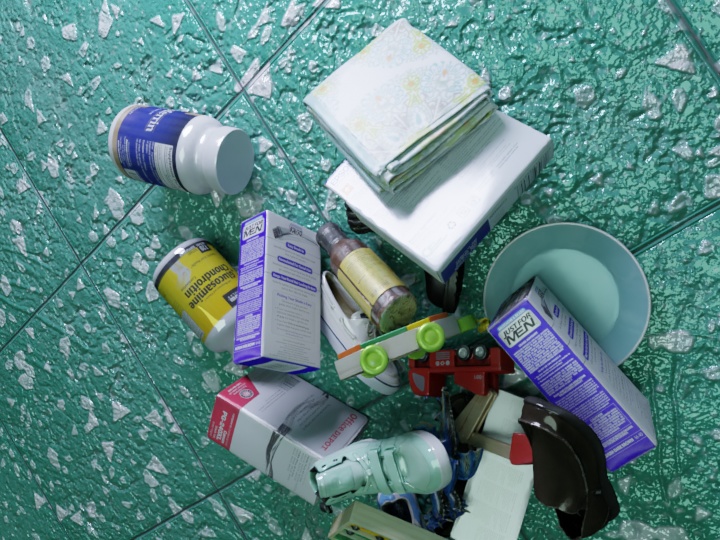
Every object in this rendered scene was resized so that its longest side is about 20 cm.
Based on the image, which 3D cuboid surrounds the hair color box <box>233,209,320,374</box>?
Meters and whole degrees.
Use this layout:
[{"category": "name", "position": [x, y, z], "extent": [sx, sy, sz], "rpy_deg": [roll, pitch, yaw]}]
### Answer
[{"category": "hair color box", "position": [-0.112, 0.033, 0.754], "extent": [0.064, 0.108, 0.204], "rpy_deg": [-16, 64, 36]}]

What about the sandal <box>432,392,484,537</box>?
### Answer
[{"category": "sandal", "position": [0.139, 0.276, 0.777], "extent": [0.078, 0.057, 0.206], "rpy_deg": [6, 88, -15]}]

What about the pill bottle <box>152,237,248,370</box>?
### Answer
[{"category": "pill bottle", "position": [-0.223, 0.054, 0.857], "extent": [0.200, 0.112, 0.112], "rpy_deg": [45, 115, 8]}]

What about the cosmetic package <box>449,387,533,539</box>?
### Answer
[{"category": "cosmetic package", "position": [0.188, 0.265, 0.718], "extent": [0.081, 0.051, 0.204], "rpy_deg": [18, 87, 21]}]

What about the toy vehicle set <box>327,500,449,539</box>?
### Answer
[{"category": "toy vehicle set", "position": [0.062, 0.375, 0.736], "extent": [0.197, 0.027, 0.125], "rpy_deg": [23, 142, -2]}]

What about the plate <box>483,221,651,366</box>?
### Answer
[{"category": "plate", "position": [0.255, 0.039, 0.687], "extent": [0.196, 0.026, 0.205], "rpy_deg": [6, 105, 23]}]

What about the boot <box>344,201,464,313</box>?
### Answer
[{"category": "boot", "position": [0.057, -0.050, 0.720], "extent": [0.155, 0.079, 0.216], "rpy_deg": [-3, 86, 19]}]

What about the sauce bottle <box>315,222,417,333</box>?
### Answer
[{"category": "sauce bottle", "position": [0.000, 0.000, 0.730], "extent": [0.200, 0.064, 0.065], "rpy_deg": [50, 121, 42]}]

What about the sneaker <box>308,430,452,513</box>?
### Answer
[{"category": "sneaker", "position": [0.015, 0.247, 0.647], "extent": [0.199, 0.117, 0.075], "rpy_deg": [-29, 77, 53]}]

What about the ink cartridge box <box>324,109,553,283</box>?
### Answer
[{"category": "ink cartridge box", "position": [0.087, -0.116, 0.644], "extent": [0.197, 0.043, 0.199], "rpy_deg": [-47, 57, -5]}]

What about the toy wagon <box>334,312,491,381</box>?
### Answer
[{"category": "toy wagon", "position": [0.064, 0.089, 0.666], "extent": [0.197, 0.155, 0.040], "rpy_deg": [-21, 79, -6]}]

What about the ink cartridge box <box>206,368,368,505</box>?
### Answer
[{"category": "ink cartridge box", "position": [-0.107, 0.238, 0.827], "extent": [0.197, 0.145, 0.085], "rpy_deg": [26, 110, 17]}]

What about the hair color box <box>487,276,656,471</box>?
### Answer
[{"category": "hair color box", "position": [0.242, 0.111, 0.626], "extent": [0.065, 0.109, 0.201], "rpy_deg": [-42, 83, 26]}]

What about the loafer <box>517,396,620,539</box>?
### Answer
[{"category": "loafer", "position": [0.215, 0.216, 0.569], "extent": [0.073, 0.071, 0.202], "rpy_deg": [9, 137, 58]}]

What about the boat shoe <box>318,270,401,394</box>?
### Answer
[{"category": "boat shoe", "position": [0.002, 0.079, 0.789], "extent": [0.203, 0.074, 0.086], "rpy_deg": [49, 114, 17]}]

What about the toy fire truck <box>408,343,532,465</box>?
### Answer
[{"category": "toy fire truck", "position": [0.149, 0.170, 0.701], "extent": [0.197, 0.048, 0.144], "rpy_deg": [-10, 70, 39]}]

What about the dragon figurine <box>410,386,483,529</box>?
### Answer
[{"category": "dragon figurine", "position": [0.109, 0.230, 0.663], "extent": [0.099, 0.058, 0.203], "rpy_deg": [44, 132, 35]}]

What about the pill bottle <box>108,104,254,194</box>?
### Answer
[{"category": "pill bottle", "position": [-0.268, -0.179, 0.823], "extent": [0.196, 0.115, 0.118], "rpy_deg": [14, 107, 20]}]

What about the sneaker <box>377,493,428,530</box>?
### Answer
[{"category": "sneaker", "position": [0.078, 0.415, 0.826], "extent": [0.071, 0.072, 0.203], "rpy_deg": [-25, 92, 25]}]

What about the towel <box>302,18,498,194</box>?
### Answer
[{"category": "towel", "position": [0.041, -0.199, 0.653], "extent": [0.170, 0.048, 0.201], "rpy_deg": [-37, 58, -2]}]
